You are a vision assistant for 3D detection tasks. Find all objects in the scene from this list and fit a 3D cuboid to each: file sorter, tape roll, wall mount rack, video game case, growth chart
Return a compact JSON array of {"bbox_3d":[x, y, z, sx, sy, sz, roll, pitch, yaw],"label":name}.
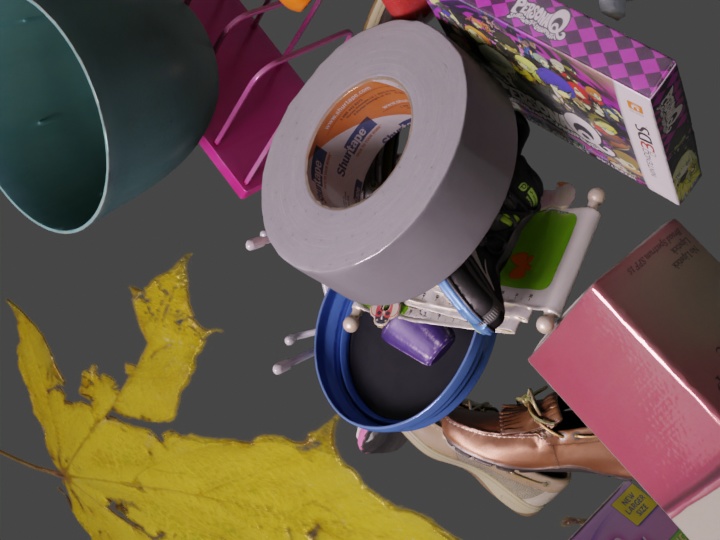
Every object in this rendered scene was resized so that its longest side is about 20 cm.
[{"bbox_3d":[-0.097,-0.201,1.074,0.201,0.138,0.126,52,140,9],"label":"file sorter"},{"bbox_3d":[0.017,-0.080,0.873,0.198,0.204,0.066,6,163,45],"label":"tape roll"},{"bbox_3d":[-0.061,0.019,1.161,0.174,0.073,0.204,-118,15,-84],"label":"wall mount rack"},{"bbox_3d":[0.145,-0.138,0.847,0.199,0.036,0.181,35,176,27],"label":"video game case"},{"bbox_3d":[0.090,-0.012,0.935,0.197,0.147,0.018,1,149,32],"label":"growth chart"}]

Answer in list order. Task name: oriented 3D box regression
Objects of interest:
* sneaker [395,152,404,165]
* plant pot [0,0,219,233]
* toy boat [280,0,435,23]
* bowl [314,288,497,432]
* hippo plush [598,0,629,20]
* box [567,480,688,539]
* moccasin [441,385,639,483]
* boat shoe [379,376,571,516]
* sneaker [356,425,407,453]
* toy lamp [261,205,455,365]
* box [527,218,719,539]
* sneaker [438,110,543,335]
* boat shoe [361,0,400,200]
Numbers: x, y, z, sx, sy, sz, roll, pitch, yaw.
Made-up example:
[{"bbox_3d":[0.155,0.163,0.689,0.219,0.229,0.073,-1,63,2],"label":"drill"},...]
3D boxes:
[{"bbox_3d":[0.008,-0.082,1.055,0.199,0.075,0.106,-32,91,34],"label":"sneaker"},{"bbox_3d":[-0.216,-0.155,0.995,0.198,0.160,0.204,22,126,33],"label":"plant pot"},{"bbox_3d":[-0.018,-0.258,0.926,0.131,0.130,0.200,-48,69,11],"label":"toy boat"},{"bbox_3d":[0.042,0.049,1.072,0.199,0.039,0.204,-22,57,36],"label":"bowl"},{"bbox_3d":[0.154,-0.267,0.781,0.198,0.161,0.162,4,142,39],"label":"hippo plush"},{"bbox_3d":[0.200,0.323,1.057,0.096,0.175,0.202,37,136,25],"label":"box"},{"bbox_3d":[0.167,0.134,1.018,0.198,0.073,0.079,4,105,23],"label":"moccasin"},{"bbox_3d":[0.109,0.150,1.109,0.199,0.072,0.065,37,129,-6],"label":"boat shoe"},{"bbox_3d":[0.026,0.092,1.184,0.087,0.079,0.202,59,137,36],"label":"sneaker"},{"bbox_3d":[0.000,0.000,1.009,0.200,0.058,0.059,44,140,12],"label":"toy lamp"},{"bbox_3d":[0.247,0.085,0.887,0.200,0.127,0.109,47,140,13],"label":"box"},{"bbox_3d":[0.096,-0.046,0.894,0.082,0.202,0.071,-17,138,30],"label":"sneaker"},{"bbox_3d":[0.024,-0.147,0.994,0.064,0.073,0.204,18,97,14],"label":"boat shoe"}]
